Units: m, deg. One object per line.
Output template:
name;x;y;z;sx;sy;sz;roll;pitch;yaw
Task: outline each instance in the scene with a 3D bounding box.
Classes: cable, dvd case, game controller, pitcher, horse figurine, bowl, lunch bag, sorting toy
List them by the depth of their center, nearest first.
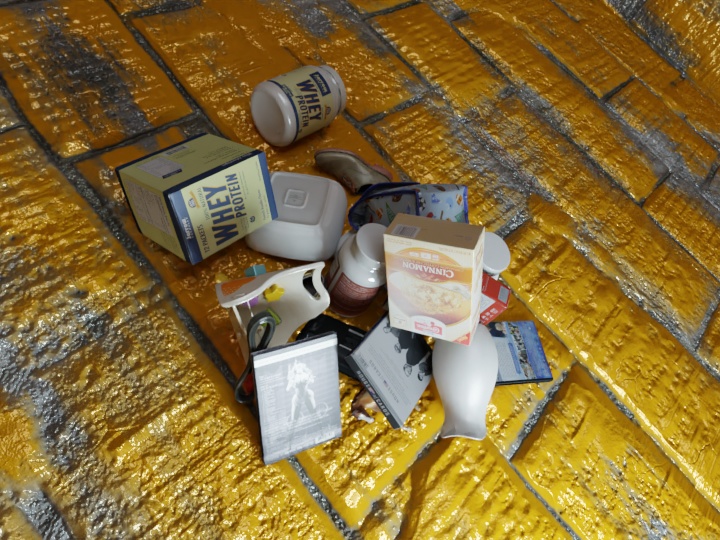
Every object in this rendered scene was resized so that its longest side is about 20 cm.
cable;-0.174;0.145;0.845;0.096;0.202;0.050;-19;40;-19
dvd case;-0.102;0.212;0.857;0.147;0.203;0.016;-12;21;-28
sorting toy;-0.138;0.051;0.870;0.178;0.201;0.107;-20;53;-13
dvd case;0.065;0.163;0.930;0.151;0.025;0.200;55;37;-4
pitcher;0.197;0.210;0.965;0.119;0.172;0.203;-1;73;15
game controller;-0.023;0.148;0.971;0.198;0.043;0.104;23;35;13
horse figurine;0.056;0.212;0.983;0.131;0.050;0.202;22;54;-8
lunch bag;0.094;-0.118;1.043;0.169;0.199;0.126;-11;100;-41
bowl;-0.131;-0.126;1.064;0.197;0.075;0.202;10;57;3
dvd case;0.322;0.180;1.133;0.197;0.018;0.144;2;61;-23

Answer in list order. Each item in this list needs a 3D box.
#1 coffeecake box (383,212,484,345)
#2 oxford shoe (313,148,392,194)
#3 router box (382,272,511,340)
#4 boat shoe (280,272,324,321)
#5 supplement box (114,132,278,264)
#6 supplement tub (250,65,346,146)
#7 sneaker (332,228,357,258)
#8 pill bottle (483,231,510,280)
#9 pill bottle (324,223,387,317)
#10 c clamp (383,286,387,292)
coffeecake box;0.126;0.016;0.879;0.151;0.202;0.073;11;40;23
oxford shoe;-0.018;-0.225;1.207;0.197;0.071;0.076;18;61;-11
router box;0.162;0.056;1.008;0.178;0.200;0.049;30;52;-4
boat shoe;-0.148;0.068;0.979;0.199;0.060;0.072;-34;77;-33
supplement box;-0.297;-0.142;0.946;0.198;0.136;0.199;25;46;37
supplement tub;-0.143;-0.392;1.208;0.145;0.145;0.199;47;55;10
sneaker;0.043;-0.041;1.108;0.198;0.074;0.116;-21;58;-32
pill bottle;0.213;0.003;1.054;0.110;0.200;0.113;10;63;-20
pill bottle;0.000;0.000;0.995;0.111;0.200;0.114;10;57;-16
c clamp;0.151;0.048;1.136;0.198;0.027;0.172;-19;69;-30
